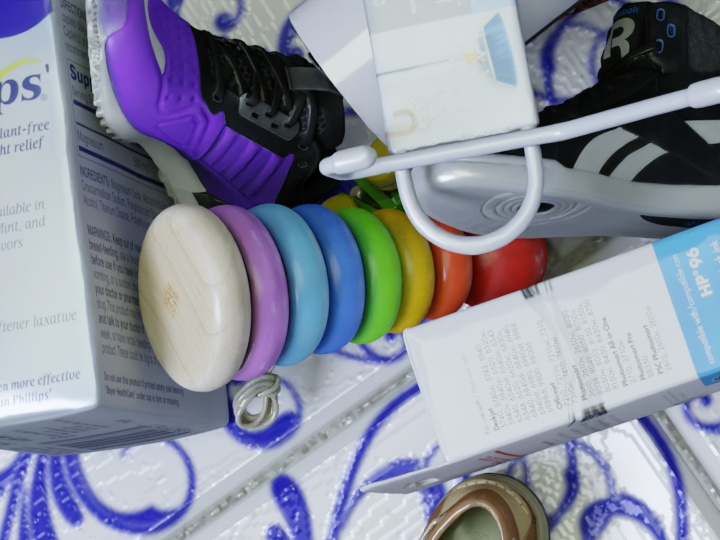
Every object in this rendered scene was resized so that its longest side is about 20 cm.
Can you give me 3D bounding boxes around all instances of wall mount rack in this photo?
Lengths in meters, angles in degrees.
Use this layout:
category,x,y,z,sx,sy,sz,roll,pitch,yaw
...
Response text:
category,x,y,z,sx,sy,sz,roll,pitch,yaw
wall mount rack,0.059,-0.112,0.879,0.173,0.075,0.201,-11,87,9

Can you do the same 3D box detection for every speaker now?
category,x,y,z,sx,sy,sz,roll,pitch,yaw
speaker,0.065,-0.145,0.957,0.200,0.081,0.081,-38,77,7

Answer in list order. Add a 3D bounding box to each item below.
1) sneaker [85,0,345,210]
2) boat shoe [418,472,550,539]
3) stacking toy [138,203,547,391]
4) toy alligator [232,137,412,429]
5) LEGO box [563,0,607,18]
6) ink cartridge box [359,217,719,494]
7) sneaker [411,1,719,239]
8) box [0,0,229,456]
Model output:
category,x,y,z,sx,sy,sz,roll,pitch,yaw
sneaker,-0.060,-0.085,0.998,0.099,0.200,0.070,-11,63,12
boat shoe,0.032,0.193,1.005,0.075,0.074,0.201,15,89,14
stacking toy,0.000,0.000,0.988,0.199,0.085,0.086,-9,78,-31
toy alligator,-0.006,-0.010,1.053,0.200,0.059,0.054,-50,35,3
LEGO box,0.036,-0.211,1.053,0.148,0.077,0.201,-21,79,9
ink cartridge box,0.094,0.044,0.988,0.199,0.116,0.068,-20,79,10
sneaker,0.108,-0.075,0.991,0.199,0.073,0.112,4,73,-28
box,-0.151,-0.018,1.019,0.105,0.184,0.201,-10,81,13
